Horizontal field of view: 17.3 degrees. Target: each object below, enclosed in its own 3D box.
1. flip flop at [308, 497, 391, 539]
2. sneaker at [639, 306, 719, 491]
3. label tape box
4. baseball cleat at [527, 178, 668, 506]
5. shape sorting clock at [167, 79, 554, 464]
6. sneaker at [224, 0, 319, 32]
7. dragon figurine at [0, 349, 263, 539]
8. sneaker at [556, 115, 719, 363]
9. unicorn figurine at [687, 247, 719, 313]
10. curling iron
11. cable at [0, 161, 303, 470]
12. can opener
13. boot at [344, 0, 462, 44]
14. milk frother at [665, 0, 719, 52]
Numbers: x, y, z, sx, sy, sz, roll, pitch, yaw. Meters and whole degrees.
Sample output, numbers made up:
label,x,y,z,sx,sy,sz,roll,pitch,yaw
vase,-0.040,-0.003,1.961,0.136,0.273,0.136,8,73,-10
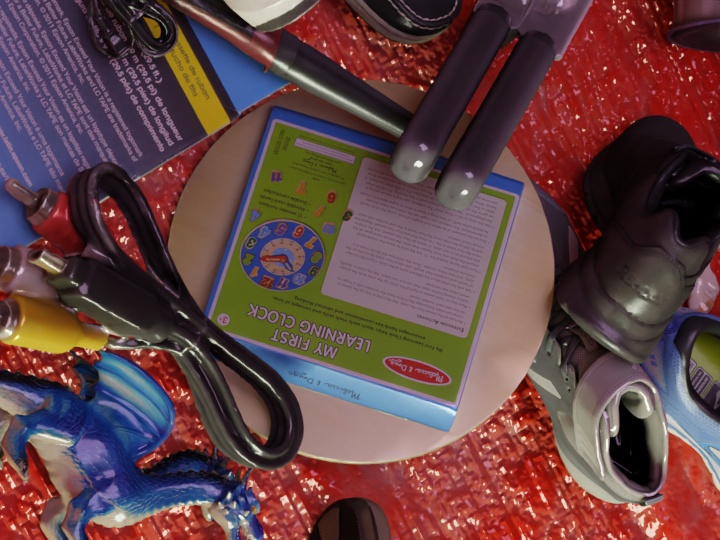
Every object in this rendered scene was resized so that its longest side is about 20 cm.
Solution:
label,x,y,z,sx,sy,sz,roll,pitch,yaw
flip flop,0.006,0.217,1.208,0.057,0.081,0.201,7,78,-37
sneaker,0.226,0.090,1.295,0.200,0.089,0.079,36,75,-17
label tape box,-0.149,-0.106,1.160,0.200,0.063,0.145,-33,99,-29
baseball cleat,0.113,0.030,1.242,0.070,0.106,0.201,-31,96,-11
shape sorting clock,0.000,0.000,1.212,0.199,0.039,0.201,1,74,-4
sneaker,-0.062,-0.216,1.141,0.089,0.077,0.201,39,31,-51
dragon figurine,-0.131,0.074,1.160,0.099,0.059,0.200,-43,106,-21
sneaker,0.163,-0.033,1.236,0.076,0.091,0.200,34,32,-10
unicorn figurine,0.249,-0.017,1.330,0.200,0.074,0.138,42,70,-32
curling iron,-0.050,-0.102,1.166,0.199,0.026,0.050,21,91,-29
cable,-0.101,0.021,1.132,0.200,0.050,0.098,37,60,-39
can opener,0.068,-0.101,1.222,0.053,0.067,0.200,31,52,0
boot,0.027,-0.225,1.193,0.073,0.153,0.204,-25,95,-35
milk frother,0.177,-0.222,1.288,0.199,0.180,0.189,-1,85,20
